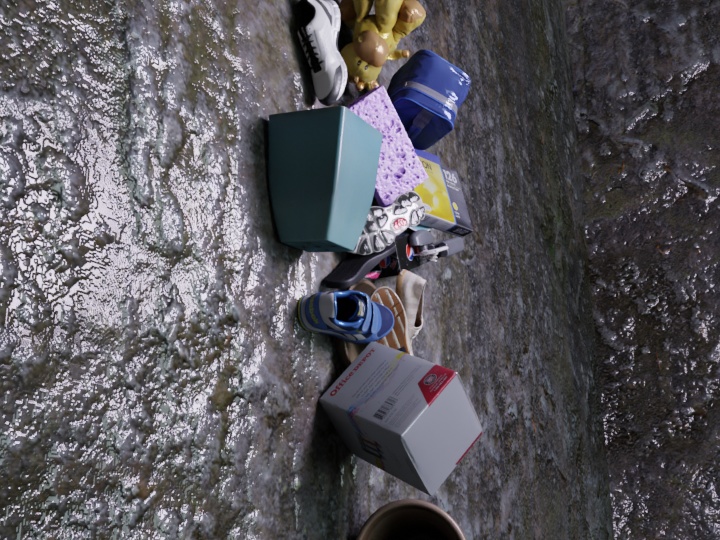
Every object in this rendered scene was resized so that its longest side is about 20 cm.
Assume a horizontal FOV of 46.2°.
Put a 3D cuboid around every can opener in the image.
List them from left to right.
[{"bbox_3d":[0.159,-0.052,1.705,0.199,0.052,0.067,-8,88,-64],"label":"can opener"}]

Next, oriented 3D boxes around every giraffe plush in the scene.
[{"bbox_3d":[0.014,-0.433,1.608,0.201,0.171,0.163,103,10,-56],"label":"giraffe plush"}]

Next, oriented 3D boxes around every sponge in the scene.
[{"bbox_3d":[0.040,-0.233,1.594,0.111,0.030,0.202,-35,110,-17],"label":"sponge"}]

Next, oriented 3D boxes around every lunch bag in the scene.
[{"bbox_3d":[0.115,-0.327,1.688,0.135,0.200,0.134,28,71,-12],"label":"lunch bag"}]

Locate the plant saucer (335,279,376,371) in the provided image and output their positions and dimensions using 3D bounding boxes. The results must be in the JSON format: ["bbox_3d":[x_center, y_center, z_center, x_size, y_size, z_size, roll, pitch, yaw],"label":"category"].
[{"bbox_3d":[0.006,0.117,1.512,0.200,0.029,0.203,28,58,-58],"label":"plant saucer"}]

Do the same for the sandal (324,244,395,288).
[{"bbox_3d":[0.000,0.000,1.499,0.200,0.074,0.046,-40,123,-52],"label":"sandal"}]

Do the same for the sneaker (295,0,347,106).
[{"bbox_3d":[-0.076,-0.386,1.483,0.079,0.073,0.203,5,72,-48],"label":"sneaker"}]

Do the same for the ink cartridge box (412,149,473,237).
[{"bbox_3d":[0.145,-0.181,1.749,0.196,0.047,0.203,12,60,-48],"label":"ink cartridge box"}]

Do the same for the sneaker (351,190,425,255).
[{"bbox_3d":[0.034,-0.077,1.549,0.199,0.083,0.081,-25,88,-35],"label":"sneaker"}]

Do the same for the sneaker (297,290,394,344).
[{"bbox_3d":[-0.007,0.075,1.391,0.198,0.082,0.075,9,67,-43],"label":"sneaker"}]

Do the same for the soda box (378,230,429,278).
[{"bbox_3d":[0.084,-0.037,1.679,0.200,0.063,0.072,-22,101,-64],"label":"soda box"}]

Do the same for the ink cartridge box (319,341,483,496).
[{"bbox_3d":[0.064,0.233,1.362,0.145,0.199,0.146,-44,127,-25],"label":"ink cartridge box"}]

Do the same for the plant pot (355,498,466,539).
[{"bbox_3d":[0.094,0.494,1.427,0.175,0.197,0.203,60,27,-71],"label":"plant pot"}]

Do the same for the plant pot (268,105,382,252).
[{"bbox_3d":[-0.061,-0.136,1.345,0.141,0.140,0.203,21,70,-60],"label":"plant pot"}]

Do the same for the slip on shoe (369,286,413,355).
[{"bbox_3d":[0.057,0.128,1.520,0.061,0.075,0.202,-179,-112,-77],"label":"slip on shoe"}]

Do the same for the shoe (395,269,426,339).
[{"bbox_3d":[0.094,0.090,1.607,0.070,0.053,0.202,-64,159,-50],"label":"shoe"}]

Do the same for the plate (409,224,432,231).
[{"bbox_3d":[0.083,-0.164,1.715,0.199,0.025,0.202,32,43,-35],"label":"plate"}]
